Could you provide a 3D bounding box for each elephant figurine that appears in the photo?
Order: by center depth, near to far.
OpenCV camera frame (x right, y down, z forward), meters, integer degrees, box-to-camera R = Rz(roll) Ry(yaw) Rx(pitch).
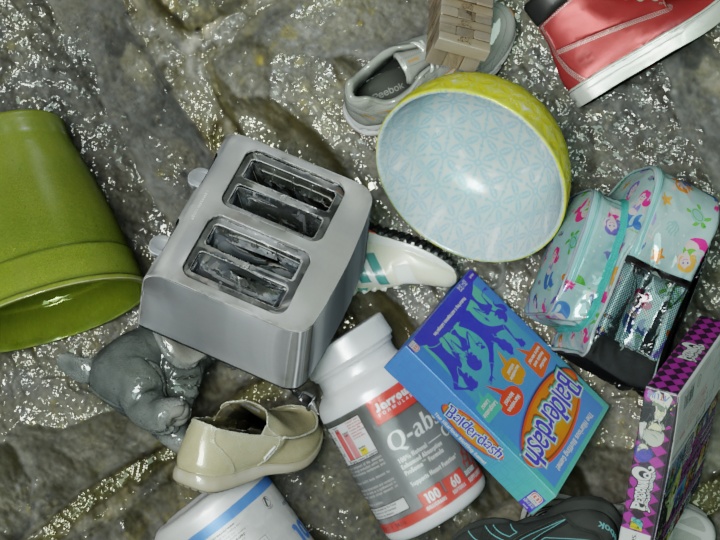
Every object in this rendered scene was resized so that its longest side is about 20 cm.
[{"bbox_3d":[-0.166,0.070,1.365,0.141,0.155,0.201,26,78,44],"label":"elephant figurine"}]

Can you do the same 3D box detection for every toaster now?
[{"bbox_3d":[-0.089,-0.003,1.264,0.198,0.119,0.182,23,59,7],"label":"toaster"}]

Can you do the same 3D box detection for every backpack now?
[{"bbox_3d":[0.253,-0.002,1.315,0.149,0.178,0.202,30,87,-4],"label":"backpack"}]

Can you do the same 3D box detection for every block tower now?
[{"bbox_3d":[0.101,-0.288,1.333,0.053,0.058,0.203,11,63,-8],"label":"block tower"}]

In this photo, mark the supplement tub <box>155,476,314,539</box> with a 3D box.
[{"bbox_3d":[-0.098,0.303,1.349,0.131,0.132,0.201,-37,90,2],"label":"supplement tub"}]

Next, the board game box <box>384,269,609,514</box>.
[{"bbox_3d":[0.136,0.115,1.336,0.200,0.152,0.045,44,132,0],"label":"board game box"}]

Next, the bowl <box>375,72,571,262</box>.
[{"bbox_3d":[0.123,-0.120,1.340,0.199,0.201,0.108,32,48,1],"label":"bowl"}]

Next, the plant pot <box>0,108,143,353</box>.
[{"bbox_3d":[-0.326,-0.045,1.335,0.198,0.200,0.196,-19,78,2],"label":"plant pot"}]

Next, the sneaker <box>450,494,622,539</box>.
[{"bbox_3d":[0.147,0.269,1.267,0.198,0.080,0.076,-28,110,28],"label":"sneaker"}]

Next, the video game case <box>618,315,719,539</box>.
[{"bbox_3d":[0.294,0.159,1.281,0.035,0.200,0.184,14,113,23],"label":"video game case"}]

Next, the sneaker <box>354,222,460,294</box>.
[{"bbox_3d":[-0.001,0.000,1.379,0.197,0.070,0.095,17,98,4],"label":"sneaker"}]

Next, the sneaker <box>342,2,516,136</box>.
[{"bbox_3d":[0.070,-0.204,1.355,0.199,0.092,0.076,-34,80,0],"label":"sneaker"}]

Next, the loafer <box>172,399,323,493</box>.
[{"bbox_3d":[-0.100,0.158,1.319,0.075,0.199,0.069,17,107,28],"label":"loafer"}]

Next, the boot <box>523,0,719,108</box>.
[{"bbox_3d":[0.270,-0.274,1.366,0.198,0.072,0.146,-28,88,5],"label":"boot"}]

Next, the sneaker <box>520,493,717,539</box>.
[{"bbox_3d":[0.260,0.265,1.345,0.197,0.115,0.077,4,90,1],"label":"sneaker"}]

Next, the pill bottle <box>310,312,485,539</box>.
[{"bbox_3d":[0.029,0.153,1.351,0.115,0.116,0.202,-30,90,2],"label":"pill bottle"}]
